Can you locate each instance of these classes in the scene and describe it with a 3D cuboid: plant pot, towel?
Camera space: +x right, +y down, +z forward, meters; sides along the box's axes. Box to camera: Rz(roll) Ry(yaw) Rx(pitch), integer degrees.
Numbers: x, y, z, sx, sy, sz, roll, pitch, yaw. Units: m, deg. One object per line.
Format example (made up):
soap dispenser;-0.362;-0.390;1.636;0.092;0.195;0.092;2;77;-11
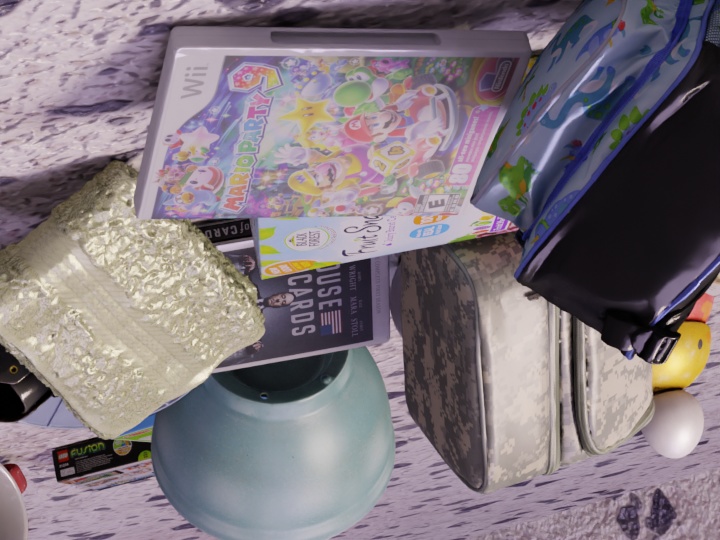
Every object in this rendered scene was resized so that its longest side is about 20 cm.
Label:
plant pot;-0.068;0.098;1.785;0.198;0.201;0.135;-9;140;-11
towel;-0.152;0.024;1.441;0.148;0.037;0.200;-39;139;0

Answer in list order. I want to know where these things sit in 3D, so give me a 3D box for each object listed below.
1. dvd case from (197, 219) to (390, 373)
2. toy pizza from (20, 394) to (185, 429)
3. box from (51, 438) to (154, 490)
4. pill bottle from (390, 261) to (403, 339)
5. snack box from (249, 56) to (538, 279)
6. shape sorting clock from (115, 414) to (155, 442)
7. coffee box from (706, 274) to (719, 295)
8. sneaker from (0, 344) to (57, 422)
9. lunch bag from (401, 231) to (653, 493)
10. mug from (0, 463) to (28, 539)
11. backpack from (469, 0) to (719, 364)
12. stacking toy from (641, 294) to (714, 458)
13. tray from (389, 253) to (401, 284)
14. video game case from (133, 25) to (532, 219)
dvd case;-0.077;0.016;1.613;0.198;0.025;0.151;-10;142;-6
toy pizza;-0.203;0.052;1.673;0.198;0.032;0.201;-7;144;-5
box;-0.200;0.180;2.293;0.198;0.035;0.110;-15;167;13
pill bottle;0.100;0.033;1.765;0.113;0.115;0.200;-16;166;18
snack box;0.027;-0.062;1.405;0.198;0.068;0.169;-10;165;-4
shape sorting clock;-0.147;0.124;2.094;0.198;0.040;0.200;-10;167;-2
coffee box;0.247;-0.069;1.409;0.079;0.115;0.200;25;162;-9
sneaker;-0.182;0.046;1.513;0.198;0.107;0.075;-9;137;13
lunch bag;0.127;0.033;1.575;0.166;0.202;0.139;-15;-150;-20
mug;-0.429;0.263;2.241;0.199;0.135;0.177;-17;165;35
backpack;0.160;-0.079;1.208;0.183;0.147;0.200;-53;180;30
stacking toy;0.224;0.045;1.732;0.145;0.202;0.146;-11;168;-2
tray;0.000;0.000;1.743;0.106;0.022;0.200;-12;167;6
video game case;-0.018;-0.079;1.251;0.198;0.018;0.144;-1;143;-17
